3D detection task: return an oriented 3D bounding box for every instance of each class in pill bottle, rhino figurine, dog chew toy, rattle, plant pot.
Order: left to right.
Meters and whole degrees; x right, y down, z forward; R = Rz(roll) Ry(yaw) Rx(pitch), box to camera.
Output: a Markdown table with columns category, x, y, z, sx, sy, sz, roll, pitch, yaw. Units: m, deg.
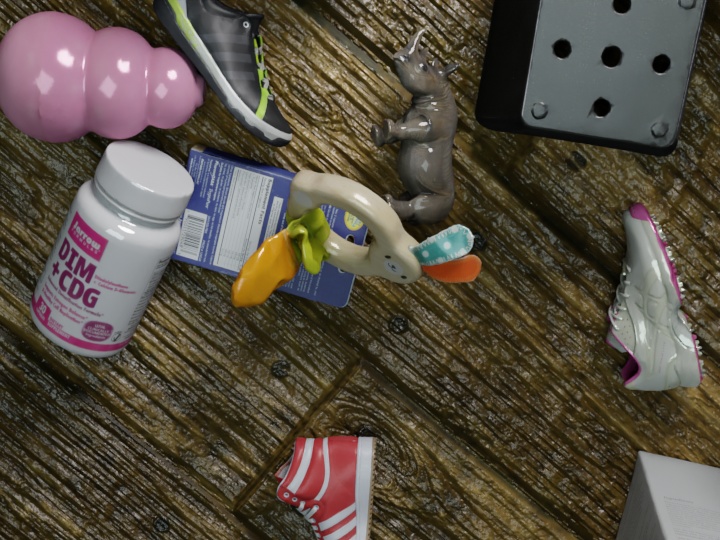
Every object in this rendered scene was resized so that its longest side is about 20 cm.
| category | x | y | z | sx | sy | sz | roll | pitch | yaw |
| --- | --- | --- | --- | --- | --- | --- | --- | --- | --- |
| dog chew toy | -0.251 | -0.185 | 1.045 | 0.196 | 0.125 | 0.127 | 4 | 108 | -4 |
| pill bottle | -0.251 | -0.022 | 1.082 | 0.112 | 0.114 | 0.202 | 29 | 114 | -3 |
| rattle | 0.000 | 0.000 | 1.006 | 0.198 | 0.143 | 0.131 | 29 | 133 | 8 |
| rhino figurine | 0.057 | -0.136 | 1.050 | 0.086 | 0.060 | 0.204 | -5 | 108 | -22 |
| plant pot | 0.216 | -0.203 | 0.955 | 0.196 | 0.178 | 0.204 | 9 | 107 | 3 |

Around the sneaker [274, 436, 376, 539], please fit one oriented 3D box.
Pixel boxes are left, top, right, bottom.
| category | x | y | z | sx | sy | sz | roll | pitch | yaw |
| --- | --- | --- | --- | --- | --- | --- | --- | --- | --- |
| sneaker | -0.043 | 0.279 | 1.184 | 0.110 | 0.071 | 0.204 | 5 | 100 | 0 |

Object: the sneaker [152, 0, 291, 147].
| category | x | y | z | sx | sy | sz | roll | pitch | yaw |
| --- | --- | --- | --- | --- | --- | --- | --- | --- | --- |
| sneaker | -0.119 | -0.214 | 1.042 | 0.082 | 0.072 | 0.201 | -37 | 104 | 6 |

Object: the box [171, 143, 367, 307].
| category | x | y | z | sx | sy | sz | roll | pitch | yaw |
| --- | --- | --- | --- | --- | --- | --- | --- | --- | --- |
| box | -0.093 | -0.045 | 1.111 | 0.197 | 0.032 | 0.123 | 17 | 108 | 1 |

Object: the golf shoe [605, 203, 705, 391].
| category | x | y | z | sx | sy | sz | roll | pitch | yaw |
| --- | --- | --- | --- | --- | --- | --- | --- | --- | --- |
| golf shoe | 0.285 | 0.035 | 1.075 | 0.090 | 0.075 | 0.203 | -15 | 104 | 14 |

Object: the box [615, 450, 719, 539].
| category | x | y | z | sx | sy | sz | roll | pitch | yaw |
| --- | --- | --- | --- | --- | --- | --- | --- | --- | --- |
| box | 0.329 | 0.304 | 1.084 | 0.104 | 0.200 | 0.155 | 11 | 108 | 4 |
